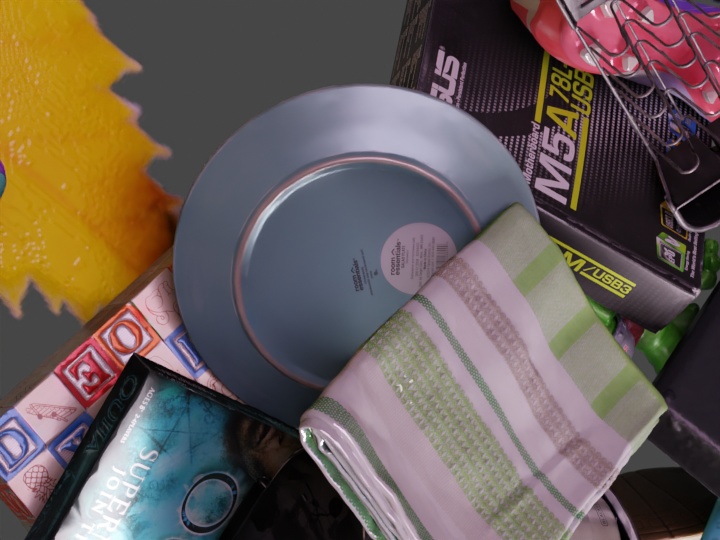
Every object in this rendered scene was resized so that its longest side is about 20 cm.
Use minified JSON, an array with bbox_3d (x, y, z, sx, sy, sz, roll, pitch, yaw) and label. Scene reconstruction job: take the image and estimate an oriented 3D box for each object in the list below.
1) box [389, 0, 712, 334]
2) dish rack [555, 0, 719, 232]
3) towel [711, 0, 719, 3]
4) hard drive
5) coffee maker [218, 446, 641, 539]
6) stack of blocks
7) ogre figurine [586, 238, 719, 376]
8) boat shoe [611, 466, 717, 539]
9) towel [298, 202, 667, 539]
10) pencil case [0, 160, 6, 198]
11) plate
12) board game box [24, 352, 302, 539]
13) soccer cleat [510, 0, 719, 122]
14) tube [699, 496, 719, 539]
[{"bbox_3d":[0.108,-0.086,1.479,0.192,0.048,0.201,31,42,-16],"label":"box"},{"bbox_3d":[0.191,-0.132,1.394,0.153,0.055,0.200,-35,130,2],"label":"dish rack"},{"bbox_3d":[0.269,-0.191,1.554,0.199,0.147,0.022,-2,118,-18],"label":"towel"},{"bbox_3d":[0.250,0.061,1.482,0.139,0.033,0.200,39,48,1],"label":"hard drive"},{"bbox_3d":[0.028,0.188,1.386,0.199,0.134,0.193,8,102,-36],"label":"coffee maker"},{"bbox_3d":[-0.108,0.071,1.435,0.200,0.059,0.115,-42,100,-17],"label":"stack of blocks"},{"bbox_3d":[0.127,0.036,1.502,0.120,0.098,0.200,43,84,-23],"label":"ogre figurine"},{"bbox_3d":[0.203,0.151,1.532,0.199,0.073,0.065,-11,122,-15],"label":"boat shoe"},{"bbox_3d":[0.068,0.074,1.321,0.150,0.031,0.200,55,51,-12],"label":"towel"},{"bbox_3d":[-0.228,0.031,1.356,0.092,0.085,0.201,29,53,-47],"label":"pencil case"},{"bbox_3d":[0.000,0.000,1.385,0.199,0.026,0.202,-2,112,-4],"label":"plate"},{"bbox_3d":[-0.114,0.156,1.389,0.135,0.028,0.201,26,97,-35],"label":"board game box"},{"bbox_3d":[0.171,-0.130,1.489,0.199,0.076,0.067,12,107,-41],"label":"soccer cleat"},{"bbox_3d":[0.239,0.116,1.490,0.077,0.051,0.201,6,44,20],"label":"tube"}]
